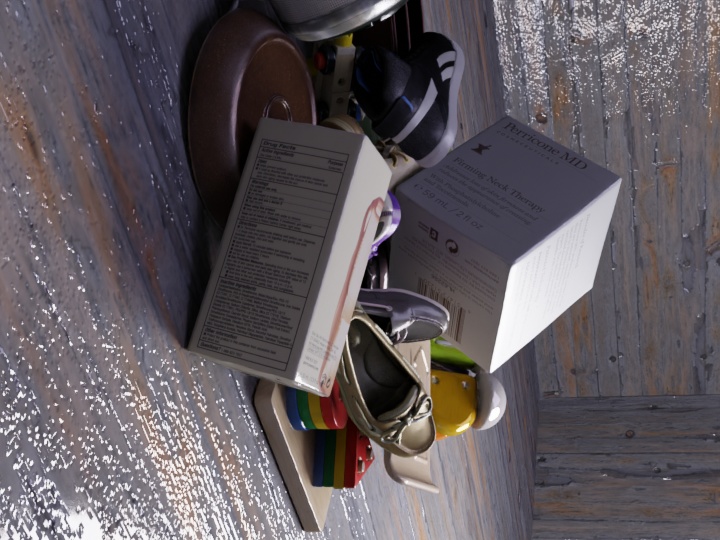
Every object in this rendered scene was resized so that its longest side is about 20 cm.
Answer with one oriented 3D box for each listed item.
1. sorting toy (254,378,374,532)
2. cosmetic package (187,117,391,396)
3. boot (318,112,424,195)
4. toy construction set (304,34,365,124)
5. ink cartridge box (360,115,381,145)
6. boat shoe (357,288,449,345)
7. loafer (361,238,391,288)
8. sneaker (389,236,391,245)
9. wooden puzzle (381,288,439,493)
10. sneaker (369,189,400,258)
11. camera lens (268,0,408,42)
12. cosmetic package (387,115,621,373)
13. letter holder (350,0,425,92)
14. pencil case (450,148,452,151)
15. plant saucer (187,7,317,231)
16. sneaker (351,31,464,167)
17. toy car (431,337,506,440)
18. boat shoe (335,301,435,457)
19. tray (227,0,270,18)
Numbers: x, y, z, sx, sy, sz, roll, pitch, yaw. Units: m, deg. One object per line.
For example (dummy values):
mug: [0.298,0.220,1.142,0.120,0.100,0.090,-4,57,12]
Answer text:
sorting toy: [-0.029,0.131,0.974,0.200,0.068,0.202,-75,156,-49]
cosmetic package: [-0.054,-0.011,0.765,0.087,0.102,0.203,40,65,-66]
boot: [0.020,-0.121,0.990,0.155,0.072,0.201,-45,151,-24]
toy construction set: [-0.036,-0.226,0.998,0.132,0.091,0.202,-122,-162,-45]
ink cartridge box: [0.031,-0.159,1.251,0.200,0.047,0.148,30,49,-69]
boat shoe: [-0.005,0.047,0.901,0.067,0.197,0.058,127,-27,-47]
loafer: [0.000,0.000,1.114,0.062,0.071,0.203,-25,118,-29]
sneaker: [0.065,0.027,1.167,0.201,0.074,0.089,89,-15,-53]
wooden puzzle: [0.043,0.139,1.028,0.185,0.045,0.204,45,39,-67]
sneaker: [-0.007,-0.044,0.899,0.199,0.082,0.082,161,-73,-66]
camera lens: [-0.036,-0.320,0.821,0.201,0.158,0.161,59,28,-30]
cosmetic package: [0.156,-0.034,1.043,0.199,0.167,0.168,-34,144,-32]
letter holder: [0.024,-0.314,1.067,0.100,0.141,0.203,-22,113,-32]
pencil case: [0.078,-0.161,1.167,0.088,0.086,0.203,56,23,-61]
plant saucer: [-0.085,-0.128,0.826,0.200,0.034,0.204,6,90,-67]
sneaker: [0.046,-0.207,0.951,0.111,0.073,0.202,33,38,-27]
toy car: [0.115,0.152,1.378,0.150,0.172,0.203,131,-34,-61]
boat shoe: [0.020,0.106,0.862,0.063,0.073,0.202,29,-29,58]
tray: [-0.093,-0.172,0.891,0.202,0.022,0.109,71,22,-45]
